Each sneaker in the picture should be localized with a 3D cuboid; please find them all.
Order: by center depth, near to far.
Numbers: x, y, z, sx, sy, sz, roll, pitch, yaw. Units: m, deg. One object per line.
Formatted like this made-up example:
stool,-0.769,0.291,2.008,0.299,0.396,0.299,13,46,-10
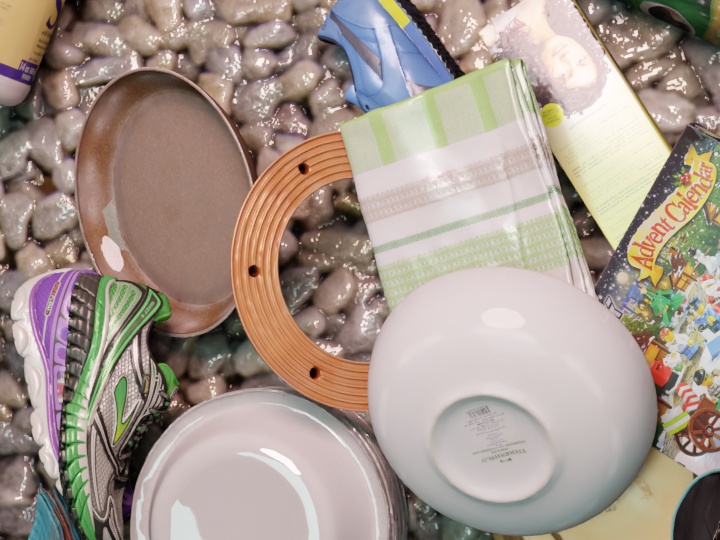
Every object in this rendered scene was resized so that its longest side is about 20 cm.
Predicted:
sneaker,-0.173,0.102,1.200,0.085,0.078,0.201,5,79,-9
sneaker,0.043,-0.120,1.214,0.078,0.066,0.201,-39,75,14
sneaker,-0.204,0.093,1.262,0.083,0.081,0.201,-18,83,12

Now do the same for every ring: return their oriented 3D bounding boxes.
ring,0.000,0.000,1.187,0.199,0.019,0.202,3,82,-22

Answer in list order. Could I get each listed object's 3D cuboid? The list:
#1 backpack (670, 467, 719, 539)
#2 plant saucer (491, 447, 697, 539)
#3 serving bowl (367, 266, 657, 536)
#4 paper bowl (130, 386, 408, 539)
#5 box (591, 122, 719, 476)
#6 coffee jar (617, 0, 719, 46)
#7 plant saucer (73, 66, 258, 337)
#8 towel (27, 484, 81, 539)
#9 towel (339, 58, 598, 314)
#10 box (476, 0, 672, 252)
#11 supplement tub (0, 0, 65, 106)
backpack,0.281,0.220,1.061,0.152,0.176,0.202,-6,91,-24
plant saucer,0.183,0.152,1.175,0.199,0.032,0.202,-1,87,17
serving bowl,0.093,0.100,1.105,0.199,0.066,0.201,8,120,14
paper bowl,-0.072,0.186,1.208,0.199,0.104,0.202,-1,87,15
box,0.230,0.022,1.115,0.136,0.038,0.201,31,106,14
coffee jar,0.215,-0.217,1.149,0.199,0.104,0.086,28,93,15
plant saucer,-0.139,-0.052,1.241,0.199,0.032,0.202,11,108,39
towel,-0.244,0.279,1.228,0.201,0.022,0.147,-66,31,18
towel,0.071,-0.028,1.141,0.148,0.031,0.201,-18,86,23
box,0.166,-0.105,1.184,0.075,0.050,0.201,-34,79,12
supplement tub,-0.289,-0.242,1.272,0.145,0.145,0.201,24,94,16
